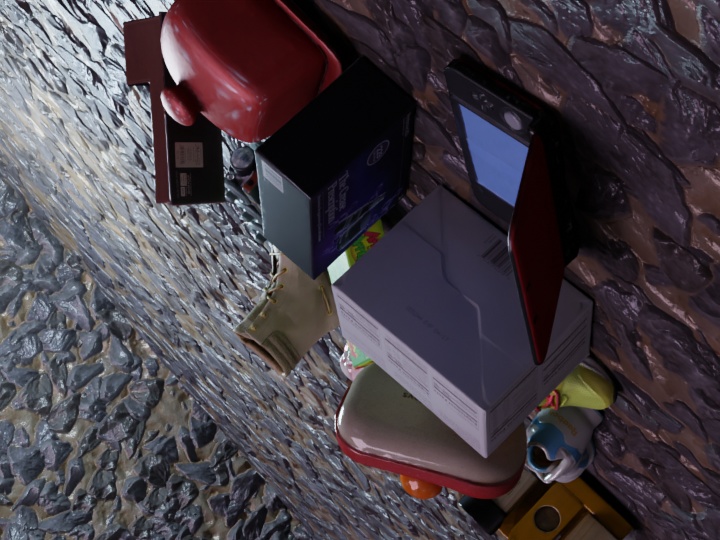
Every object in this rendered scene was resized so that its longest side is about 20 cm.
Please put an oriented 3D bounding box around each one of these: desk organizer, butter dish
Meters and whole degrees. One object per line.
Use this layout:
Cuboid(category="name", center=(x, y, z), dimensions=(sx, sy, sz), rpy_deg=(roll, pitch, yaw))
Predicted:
Cuboid(category="desk organizer", center=(-0.199, -0.169, 1.683), dimensions=(0.077, 0.072, 0.200), rpy_deg=(1, 95, 49))
Cuboid(category="butter dish", center=(-0.131, -0.200, 1.546), dimensions=(0.199, 0.148, 0.200), rpy_deg=(45, 164, 4))

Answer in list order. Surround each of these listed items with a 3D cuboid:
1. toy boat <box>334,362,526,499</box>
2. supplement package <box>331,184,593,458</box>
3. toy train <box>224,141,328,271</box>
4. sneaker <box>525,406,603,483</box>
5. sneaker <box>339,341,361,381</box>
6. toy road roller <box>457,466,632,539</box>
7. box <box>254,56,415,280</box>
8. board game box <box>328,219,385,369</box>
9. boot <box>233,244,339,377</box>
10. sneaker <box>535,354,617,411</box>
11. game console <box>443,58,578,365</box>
Cuboid(category="toy boat", center=(0.072, 0.186, 1.653), dimensions=(0.200, 0.131, 0.131), rpy_deg=(14, 131, 12))
Cuboid(category="supplement package", center=(0.100, 0.048, 1.532), dimensions=(0.200, 0.156, 0.111), rpy_deg=(39, 161, 24))
Cuboid(category="toy train", center=(-0.085, -0.074, 1.836), dimensions=(0.114, 0.085, 0.200), rpy_deg=(31, 167, 27))
Cuboid(category="sneaker", center=(0.210, 0.193, 1.739), dimensions=(0.076, 0.081, 0.200), rpy_deg=(39, 164, 19))
Cuboid(category="sneaker", center=(0.021, 0.118, 2.048), dimensions=(0.105, 0.075, 0.200), rpy_deg=(39, 167, 8))
Cuboid(category="toy road roller", center=(0.222, 0.296, 1.901), dimensions=(0.200, 0.123, 0.146), rpy_deg=(43, 178, 15))
Cuboid(category="box", center=(-0.024, -0.095, 1.536), dimensions=(0.079, 0.141, 0.200), rpy_deg=(40, 163, 14))
Cuboid(category="board game box", center=(0.000, 0.000, 1.708), dimensions=(0.102, 0.048, 0.200), rpy_deg=(143, 114, -74))
Cuboid(category="boot", center=(-0.108, 0.018, 1.992), dimensions=(0.200, 0.155, 0.073), rpy_deg=(51, 163, -16))
Cuboid(category="sneaker", center=(0.156, 0.119, 1.593), dimensions=(0.200, 0.090, 0.078), rpy_deg=(11, 149, 12))
Cuboid(category="game console", center=(0.115, -0.048, 1.334), dimensions=(0.172, 0.119, 0.200), rpy_deg=(37, 161, 31))
